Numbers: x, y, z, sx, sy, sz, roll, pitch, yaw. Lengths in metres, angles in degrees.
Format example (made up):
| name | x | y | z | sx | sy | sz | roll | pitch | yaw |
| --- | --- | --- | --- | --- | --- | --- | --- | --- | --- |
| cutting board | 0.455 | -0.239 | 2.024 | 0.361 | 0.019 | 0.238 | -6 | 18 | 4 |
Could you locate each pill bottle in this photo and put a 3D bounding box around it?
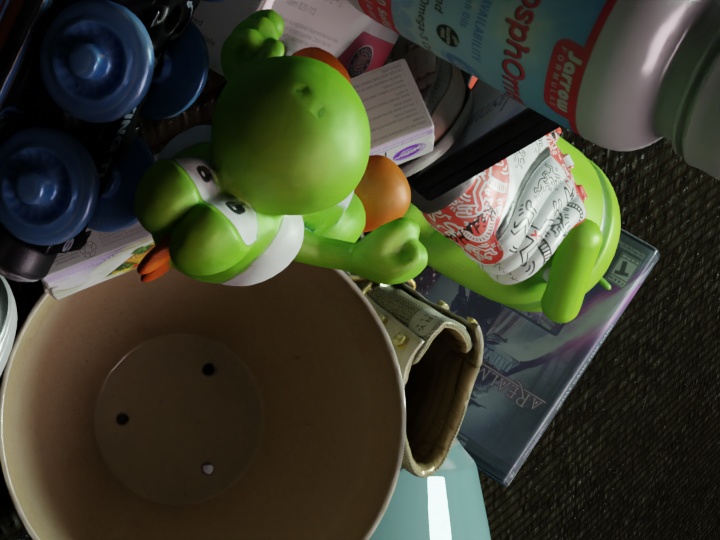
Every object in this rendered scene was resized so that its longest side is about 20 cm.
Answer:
| name | x | y | z | sx | sy | sz | roll | pitch | yaw |
| --- | --- | --- | --- | --- | --- | --- | --- | --- | --- |
| pill bottle | 0.097 | -0.121 | 0.807 | 0.109 | 0.200 | 0.109 | -45 | 154 | -29 |

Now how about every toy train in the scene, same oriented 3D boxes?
| name | x | y | z | sx | sy | sz | roll | pitch | yaw |
| --- | --- | --- | --- | --- | --- | --- | --- | --- | --- |
| toy train | -0.119 | -0.097 | 0.719 | 0.200 | 0.114 | 0.087 | -63 | 168 | 13 |

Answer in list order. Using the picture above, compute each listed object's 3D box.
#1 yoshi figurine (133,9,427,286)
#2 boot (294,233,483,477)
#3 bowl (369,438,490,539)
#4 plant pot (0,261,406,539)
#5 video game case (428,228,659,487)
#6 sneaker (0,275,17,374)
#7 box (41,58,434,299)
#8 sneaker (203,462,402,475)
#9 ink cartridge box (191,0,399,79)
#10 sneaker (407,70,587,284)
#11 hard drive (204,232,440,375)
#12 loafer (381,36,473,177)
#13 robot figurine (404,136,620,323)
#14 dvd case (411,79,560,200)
| name | x | y | z | sx | sy | sz | roll | pitch | yaw |
| --- | --- | --- | --- | --- | --- | --- | --- | --- | --- |
| yoshi figurine | -0.023 | -0.046 | 0.742 | 0.200 | 0.112 | 0.112 | -38 | 140 | -73 |
| boot | 0.000 | 0.000 | 1.005 | 0.072 | 0.155 | 0.201 | -12 | 114 | -36 |
| bowl | 0.003 | 0.156 | 1.244 | 0.201 | 0.200 | 0.105 | 1 | 100 | -65 |
| plant pot | -0.088 | 0.078 | 0.956 | 0.200 | 0.200 | 0.134 | -54 | -174 | -11 |
| video game case | 0.102 | 0.035 | 1.321 | 0.200 | 0.143 | 0.019 | -55 | 156 | -7 |
| sneaker | -0.221 | 0.043 | 0.739 | 0.200 | 0.073 | 0.112 | -45 | 156 | -27 |
| box | -0.063 | -0.043 | 0.874 | 0.200 | 0.042 | 0.039 | -23 | 166 | -5 |
| sneaker | -0.026 | 0.112 | 1.108 | 0.200 | 0.071 | 0.080 | -14 | 120 | -33 |
| ink cartridge box | -0.013 | -0.185 | 0.872 | 0.200 | 0.083 | 0.146 | -61 | 158 | 9 |
| sneaker | 0.090 | -0.085 | 1.077 | 0.108 | 0.067 | 0.202 | 45 | 45 | -26 |
| hard drive | -0.022 | 0.032 | 1.189 | 0.135 | 0.042 | 0.200 | -63 | 156 | 11 |
| loafer | 0.020 | -0.113 | 0.988 | 0.072 | 0.063 | 0.200 | -24 | -158 | 19 |
| robot figurine | 0.090 | -0.043 | 1.189 | 0.116 | 0.176 | 0.200 | -46 | 138 | 15 |
| dvd case | 0.108 | -0.131 | 0.952 | 0.200 | 0.018 | 0.143 | -58 | -166 | -27 |
